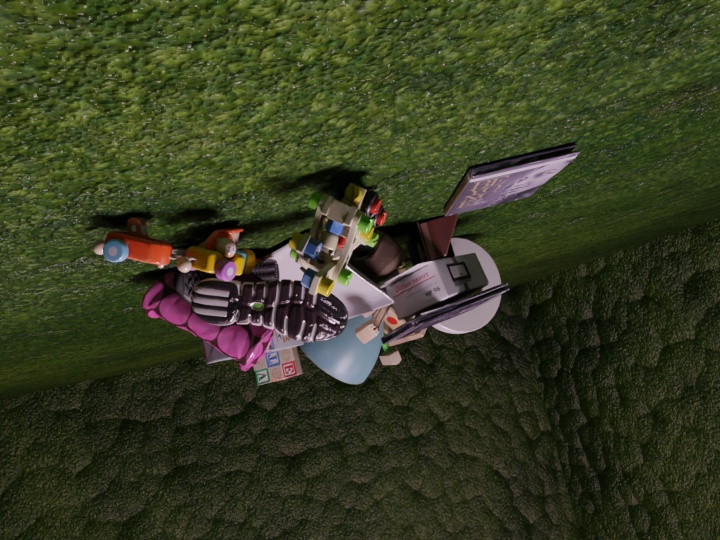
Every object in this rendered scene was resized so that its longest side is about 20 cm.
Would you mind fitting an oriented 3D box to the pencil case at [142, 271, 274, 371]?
[{"bbox_3d":[-0.229,0.079,0.852,0.091,0.198,0.094,-52,167,-41],"label":"pencil case"}]

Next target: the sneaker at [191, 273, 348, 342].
[{"bbox_3d":[-0.116,0.032,0.735,0.197,0.077,0.116,13,-168,-13],"label":"sneaker"}]

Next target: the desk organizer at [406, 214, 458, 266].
[{"bbox_3d":[0.140,-0.043,1.036,0.076,0.073,0.200,-16,172,-2],"label":"desk organizer"}]

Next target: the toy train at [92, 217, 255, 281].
[{"bbox_3d":[-0.199,-0.032,0.643,0.148,0.057,0.200,13,-176,4],"label":"toy train"}]

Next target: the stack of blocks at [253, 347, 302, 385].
[{"bbox_3d":[-0.200,0.130,1.152,0.113,0.203,0.059,-15,172,3],"label":"stack of blocks"}]

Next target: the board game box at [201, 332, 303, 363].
[{"bbox_3d":[-0.200,0.079,1.006,0.064,0.150,0.199,-20,169,31],"label":"board game box"}]

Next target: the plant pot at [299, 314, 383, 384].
[{"bbox_3d":[-0.026,0.118,1.176,0.135,0.200,0.199,-51,159,16],"label":"plant pot"}]

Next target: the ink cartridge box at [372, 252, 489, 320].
[{"bbox_3d":[0.126,0.029,0.976,0.115,0.069,0.199,-31,167,37],"label":"ink cartridge box"}]

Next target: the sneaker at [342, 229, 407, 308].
[{"bbox_3d":[0.000,0.000,0.980,0.200,0.076,0.070,-40,-178,38],"label":"sneaker"}]

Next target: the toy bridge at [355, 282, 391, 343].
[{"bbox_3d":[0.028,0.057,1.006,0.067,0.027,0.201,-36,-164,17],"label":"toy bridge"}]

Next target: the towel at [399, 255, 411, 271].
[{"bbox_3d":[0.002,0.007,1.185,0.197,0.037,0.148,-16,-179,22],"label":"towel"}]

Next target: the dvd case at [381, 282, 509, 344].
[{"bbox_3d":[0.146,0.077,0.977,0.197,0.016,0.149,-18,168,-22],"label":"dvd case"}]

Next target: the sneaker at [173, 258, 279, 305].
[{"bbox_3d":[-0.210,0.016,0.822,0.089,0.071,0.199,3,-175,31],"label":"sneaker"}]

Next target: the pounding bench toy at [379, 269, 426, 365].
[{"bbox_3d":[0.062,0.095,1.273,0.124,0.156,0.201,-24,-151,50],"label":"pounding bench toy"}]

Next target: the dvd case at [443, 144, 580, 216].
[{"bbox_3d":[0.208,-0.124,0.807,0.146,0.016,0.200,-13,171,-4],"label":"dvd case"}]

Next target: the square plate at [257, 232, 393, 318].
[{"bbox_3d":[-0.075,0.019,0.929,0.197,0.029,0.199,-22,131,41],"label":"square plate"}]

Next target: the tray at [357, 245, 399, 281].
[{"bbox_3d":[-0.035,-0.004,1.027,0.197,0.022,0.108,-18,128,22],"label":"tray"}]

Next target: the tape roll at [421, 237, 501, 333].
[{"bbox_3d":[0.203,0.031,1.178,0.200,0.206,0.037,-11,172,-19],"label":"tape roll"}]

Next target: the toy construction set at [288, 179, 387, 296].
[{"bbox_3d":[-0.027,-0.034,0.651,0.091,0.133,0.200,24,177,-4],"label":"toy construction set"}]
